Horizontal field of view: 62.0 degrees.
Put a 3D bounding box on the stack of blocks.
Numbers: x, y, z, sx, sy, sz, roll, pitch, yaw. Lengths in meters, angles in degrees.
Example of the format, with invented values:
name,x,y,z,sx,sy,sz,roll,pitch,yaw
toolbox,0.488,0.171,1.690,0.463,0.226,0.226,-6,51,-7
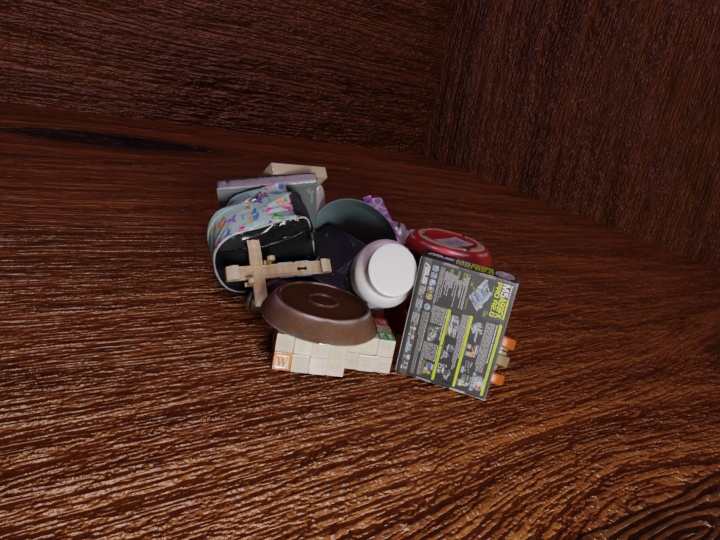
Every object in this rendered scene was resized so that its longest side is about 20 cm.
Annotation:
name,x,y,z,sx,sy,sz,roll,pitch,yaw
stack of blocks,-0.045,0.116,0.971,0.193,0.061,0.116,9,19,-12

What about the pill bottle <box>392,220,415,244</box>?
name,x,y,z,sx,sy,sz,roll,pitch,yaw
pill bottle,0.051,-0.070,1.487,0.193,0.118,0.114,13,18,0

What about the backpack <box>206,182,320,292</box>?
name,x,y,z,sx,sy,sz,roll,pitch,yaw
backpack,-0.191,-0.057,1.135,0.194,0.180,0.153,-22,53,-12

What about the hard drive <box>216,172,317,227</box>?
name,x,y,z,sx,sy,sz,roll,pitch,yaw
hard drive,-0.184,-0.131,1.205,0.192,0.142,0.034,-7,55,-10

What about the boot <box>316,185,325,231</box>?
name,x,y,z,sx,sy,sz,roll,pitch,yaw
boot,-0.130,-0.111,1.376,0.087,0.205,0.074,12,40,10

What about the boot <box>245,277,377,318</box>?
name,x,y,z,sx,sy,sz,roll,pitch,yaw
boot,-0.081,0.076,1.074,0.197,0.066,0.184,29,26,28

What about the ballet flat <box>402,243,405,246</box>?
name,x,y,z,sx,sy,sz,roll,pitch,yaw
ballet flat,0.151,0.019,1.315,0.199,0.047,0.066,41,-35,-24

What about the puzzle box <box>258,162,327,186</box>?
name,x,y,z,sx,sy,sz,roll,pitch,yaw
puzzle box,-0.172,-0.166,1.275,0.129,0.026,0.199,-3,-19,-35

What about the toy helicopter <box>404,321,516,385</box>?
name,x,y,z,sx,sy,sz,roll,pitch,yaw
toy helicopter,0.168,0.125,1.055,0.194,0.081,0.132,20,0,-4

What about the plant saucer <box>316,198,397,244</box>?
name,x,y,z,sx,sy,sz,roll,pitch,yaw
plant saucer,-0.008,-0.078,1.321,0.194,0.206,0.039,15,40,9

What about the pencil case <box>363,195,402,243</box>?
name,x,y,z,sx,sy,sz,roll,pitch,yaw
pencil case,0.053,-0.073,1.385,0.082,0.205,0.086,-23,-12,-14

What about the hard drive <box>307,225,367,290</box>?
name,x,y,z,sx,sy,sz,roll,pitch,yaw
hard drive,-0.047,-0.014,1.222,0.134,0.043,0.198,-36,45,-24

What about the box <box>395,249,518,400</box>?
name,x,y,z,sx,sy,sz,roll,pitch,yaw
box,0.152,0.087,0.961,0.155,0.207,0.044,15,19,10

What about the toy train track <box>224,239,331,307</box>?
name,x,y,z,sx,sy,sz,roll,pitch,yaw
toy train track,-0.137,-0.003,1.042,0.194,0.119,0.032,-5,-13,-29

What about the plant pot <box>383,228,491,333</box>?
name,x,y,z,sx,sy,sz,roll,pitch,yaw
plant pot,0.155,0.024,1.183,0.193,0.189,0.201,10,16,-3

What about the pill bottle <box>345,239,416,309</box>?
name,x,y,z,sx,sy,sz,roll,pitch,yaw
pill bottle,0.036,0.008,1.038,0.107,0.115,0.200,10,-7,-8

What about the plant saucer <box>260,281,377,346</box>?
name,x,y,z,sx,sy,sz,roll,pitch,yaw
plant saucer,-0.063,0.061,0.967,0.193,0.036,0.201,12,18,-4
